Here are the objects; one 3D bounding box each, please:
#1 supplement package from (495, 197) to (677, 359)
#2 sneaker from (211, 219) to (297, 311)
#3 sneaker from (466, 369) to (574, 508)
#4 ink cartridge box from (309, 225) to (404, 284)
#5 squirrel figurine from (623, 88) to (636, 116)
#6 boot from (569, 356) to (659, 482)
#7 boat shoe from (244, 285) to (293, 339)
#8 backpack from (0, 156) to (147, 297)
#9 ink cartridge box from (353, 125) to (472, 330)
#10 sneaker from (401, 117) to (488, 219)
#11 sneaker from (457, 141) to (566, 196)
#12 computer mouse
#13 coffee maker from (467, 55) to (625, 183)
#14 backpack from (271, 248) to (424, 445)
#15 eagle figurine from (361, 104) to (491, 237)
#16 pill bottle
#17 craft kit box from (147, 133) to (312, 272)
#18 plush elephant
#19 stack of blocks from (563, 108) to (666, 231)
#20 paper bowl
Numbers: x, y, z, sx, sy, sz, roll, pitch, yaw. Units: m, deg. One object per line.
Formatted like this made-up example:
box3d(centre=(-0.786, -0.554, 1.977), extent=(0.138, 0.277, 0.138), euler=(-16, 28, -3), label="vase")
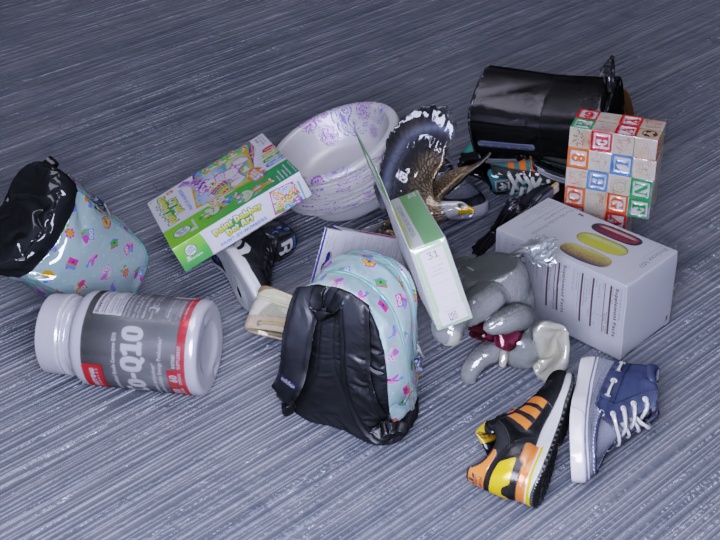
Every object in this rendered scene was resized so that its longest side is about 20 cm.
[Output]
box3d(centre=(0.280, 0.006, 1.527), extent=(0.200, 0.110, 0.114), euler=(27, 43, 37), label="supplement package")
box3d(centre=(-0.127, -0.018, 1.623), extent=(0.111, 0.073, 0.200), euler=(-17, 34, -18), label="sneaker")
box3d(centre=(0.174, 0.168, 1.317), extent=(0.090, 0.070, 0.200), euler=(12, 37, 16), label="sneaker")
box3d(centre=(0.000, 0.000, 1.488), extent=(0.037, 0.095, 0.200), euler=(20, 8, 37), label="ink cartridge box")
box3d(centre=(0.329, -0.207, 1.867), extent=(0.186, 0.142, 0.200), euler=(0, 7, 31), label="squirrel figurine")
box3d(centre=(0.278, 0.157, 1.323), extent=(0.090, 0.073, 0.200), euler=(1, 31, 16), label="boot")
box3d(centre=(-0.045, 0.082, 1.480), extent=(0.199, 0.072, 0.065), euler=(20, 74, 14), label="boat shoe")
box3d(centre=(-0.369, -0.026, 1.541), extent=(0.126, 0.200, 0.167), euler=(30, 83, 36), label="backpack")
box3d(centre=(0.055, -0.054, 1.304), extent=(0.048, 0.201, 0.146), euler=(-20, 25, -1), label="ink cartridge box")
box3d(centre=(0.114, -0.156, 1.788), extent=(0.075, 0.114, 0.200), euler=(-21, 37, -27), label="sneaker")
box3d(centre=(0.235, -0.138, 1.806), extent=(0.199, 0.072, 0.080), euler=(21, 55, 29), label="sneaker")
box3d(centre=(0.239, -0.095, 1.666), extent=(0.200, 0.140, 0.046), euler=(-26, 76, -33), label="computer mouse")
box3d(centre=(0.259, -0.226, 1.695), extent=(0.199, 0.193, 0.135), euler=(9, 34, 21), label="coffee maker")
box3d(centre=(-0.009, 0.079, 1.348), extent=(0.166, 0.201, 0.127), euler=(11, 35, 22), label="backpack")
box3d(centre=(0.091, -0.101, 1.651), extent=(0.150, 0.152, 0.201), euler=(15, 69, -4), label="eagle figurine")
box3d(centre=(-0.273, 0.083, 1.438), extent=(0.199, 0.114, 0.114), euler=(4, 33, 11), label="pill bottle")
box3d(centre=(-0.183, -0.097, 1.663), extent=(0.197, 0.049, 0.200), euler=(-35, 28, -5), label="craft kit box")
box3d(centre=(0.157, 0.062, 1.426), extent=(0.199, 0.155, 0.165), euler=(-24, 27, -16), label="plush elephant")
box3d(centre=(0.332, -0.104, 1.613), extent=(0.115, 0.201, 0.059), euler=(12, 35, 19), label="stack of blocks")
box3d(centre=(-0.022, -0.149, 1.766), extent=(0.200, 0.105, 0.201), euler=(-17, 33, 11), label="paper bowl")
